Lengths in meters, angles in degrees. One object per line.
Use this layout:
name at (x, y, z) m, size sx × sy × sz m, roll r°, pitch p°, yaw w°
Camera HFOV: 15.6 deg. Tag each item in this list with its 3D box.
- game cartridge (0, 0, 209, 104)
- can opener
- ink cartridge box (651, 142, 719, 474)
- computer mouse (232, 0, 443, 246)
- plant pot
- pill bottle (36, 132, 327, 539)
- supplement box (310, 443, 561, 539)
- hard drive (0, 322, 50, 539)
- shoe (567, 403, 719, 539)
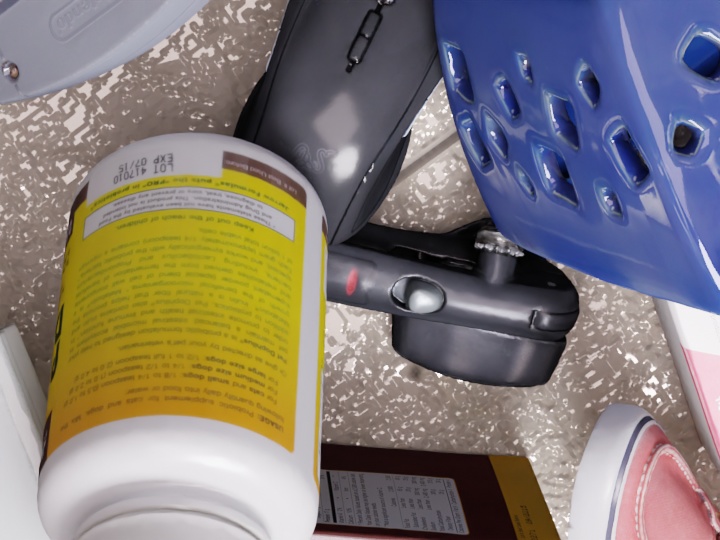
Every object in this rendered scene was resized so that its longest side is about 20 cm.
game cartridge at (-0.118, -0.149, 1.063) m, size 0.200 × 0.041 × 0.133 m, roll -29°, pitch 82°, yaw 43°
can opener at (0.000, 0.000, 1.156) m, size 0.199 × 0.063 × 0.079 m, roll 15°, pitch 102°, yaw -7°
ink cartridge box at (0.230, -0.005, 1.157) m, size 0.199 × 0.083 × 0.147 m, roll -20°, pitch 102°, yaw 2°
computer mouse at (-0.018, -0.119, 1.115) m, size 0.140 × 0.046 × 0.200 m, roll 31°, pitch 88°, yaw 1°
plant pot at (0.132, -0.121, 1.039) m, size 0.200 × 0.200 × 0.180 m, roll -36°, pitch 110°, yaw -13°
pill bottle at (-0.069, 0.051, 1.041) m, size 0.109 × 0.200 × 0.109 m, roll 1°, pitch 141°, yaw 1°
supplement box at (-0.026, 0.187, 1.160) m, size 0.199 × 0.133 × 0.198 m, roll 5°, pitch 103°, yaw -4°
hard drive at (-0.162, 0.137, 1.078) m, size 0.132 × 0.026 × 0.201 m, roll -20°, pitch 94°, yaw 20°
shoe at (0.150, 0.126, 1.128) m, size 0.091 × 0.200 × 0.072 m, roll 16°, pitch 64°, yaw 23°
